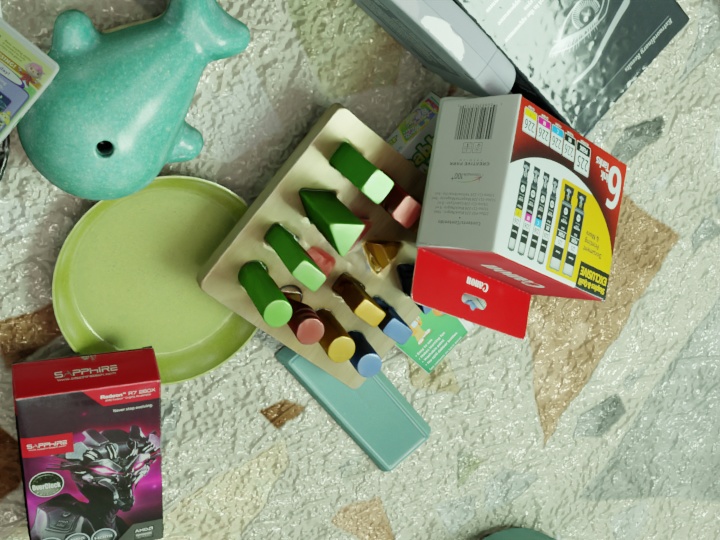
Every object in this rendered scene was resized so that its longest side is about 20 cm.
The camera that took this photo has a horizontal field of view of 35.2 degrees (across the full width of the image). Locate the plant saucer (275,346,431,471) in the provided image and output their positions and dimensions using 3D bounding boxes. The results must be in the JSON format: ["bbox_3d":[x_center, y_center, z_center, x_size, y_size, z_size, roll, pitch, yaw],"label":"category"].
[{"bbox_3d":[-0.001,0.129,1.144,0.070,0.019,0.200,-40,123,-1],"label":"plant saucer"}]

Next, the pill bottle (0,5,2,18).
[{"bbox_3d":[-0.357,-0.188,0.792,0.198,0.116,0.117,-8,116,-19],"label":"pill bottle"}]

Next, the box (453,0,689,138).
[{"bbox_3d":[0.164,-0.238,0.993,0.148,0.104,0.200,-47,122,3],"label":"box"}]

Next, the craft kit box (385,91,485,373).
[{"bbox_3d":[0.066,-0.031,1.085,0.200,0.049,0.197,-47,119,3],"label":"craft kit box"}]

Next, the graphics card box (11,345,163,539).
[{"bbox_3d":[-0.242,0.167,1.022,0.124,0.051,0.201,-6,126,-18],"label":"graphics card box"}]

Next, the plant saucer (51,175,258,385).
[{"bbox_3d":[-0.174,0.007,1.008,0.198,0.031,0.202,-9,116,-19],"label":"plant saucer"}]

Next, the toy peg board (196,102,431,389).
[{"bbox_3d":[0.000,0.000,0.991,0.199,0.098,0.200,36,97,-31],"label":"toy peg board"}]

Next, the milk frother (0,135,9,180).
[{"bbox_3d":[-0.357,-0.061,0.809,0.200,0.188,0.180,-47,123,3],"label":"milk frother"}]

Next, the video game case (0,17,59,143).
[{"bbox_3d":[-0.312,-0.131,0.695,0.200,0.022,0.183,39,50,-16],"label":"video game case"}]

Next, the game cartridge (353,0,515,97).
[{"bbox_3d":[0.039,-0.216,0.935,0.200,0.133,0.041,36,96,-32],"label":"game cartridge"}]

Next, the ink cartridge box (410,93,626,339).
[{"bbox_3d":[0.142,-0.037,0.990,0.199,0.083,0.177,18,80,-49],"label":"ink cartridge box"}]

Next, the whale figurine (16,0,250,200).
[{"bbox_3d":[-0.177,-0.139,0.890,0.200,0.104,0.159,-38,122,7],"label":"whale figurine"}]

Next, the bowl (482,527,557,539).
[{"bbox_3d":[0.176,0.371,1.278,0.199,0.105,0.202,-9,117,-18],"label":"bowl"}]
